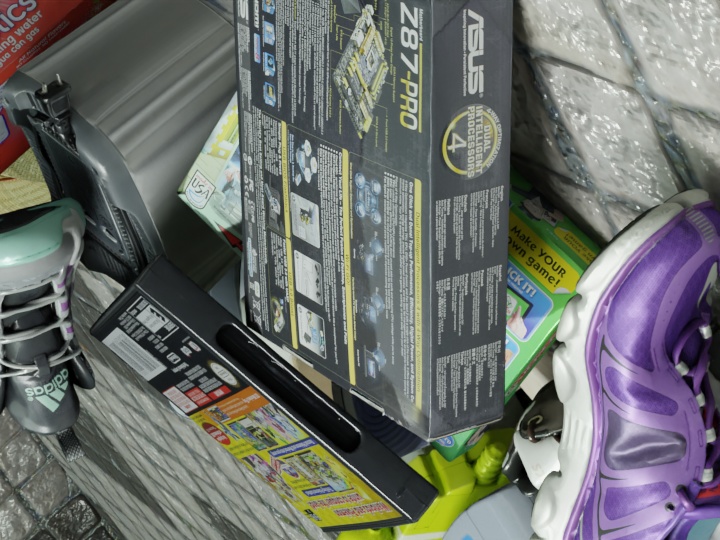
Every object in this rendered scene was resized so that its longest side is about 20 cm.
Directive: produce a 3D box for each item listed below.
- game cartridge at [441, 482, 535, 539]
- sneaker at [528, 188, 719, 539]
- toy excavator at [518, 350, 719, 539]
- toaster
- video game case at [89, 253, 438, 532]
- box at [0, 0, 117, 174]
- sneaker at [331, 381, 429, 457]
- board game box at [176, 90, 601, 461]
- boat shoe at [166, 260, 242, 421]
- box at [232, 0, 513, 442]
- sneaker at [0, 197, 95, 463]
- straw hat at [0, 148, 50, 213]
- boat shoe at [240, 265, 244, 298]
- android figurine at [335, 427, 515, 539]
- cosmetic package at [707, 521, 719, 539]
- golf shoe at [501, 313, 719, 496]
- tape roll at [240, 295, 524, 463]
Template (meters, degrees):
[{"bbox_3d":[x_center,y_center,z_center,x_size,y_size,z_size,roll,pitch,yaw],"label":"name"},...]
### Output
[{"bbox_3d":[0.088,0.199,1.143,0.134,0.040,0.200,61,156,26],"label":"game cartridge"},{"bbox_3d":[0.130,0.061,0.869,0.083,0.080,0.201,28,127,36],"label":"sneaker"},{"bbox_3d":[0.143,0.133,1.121,0.194,0.100,0.201,35,147,41],"label":"toy excavator"},{"bbox_3d":[-0.110,-0.076,1.160,0.113,0.129,0.200,35,157,33],"label":"toaster"},{"bbox_3d":[-0.057,0.070,1.103,0.181,0.026,0.200,41,165,-5],"label":"video game case"},{"bbox_3d":[-0.218,-0.128,1.201,0.095,0.200,0.100,41,163,16],"label":"box"},{"bbox_3d":[0.000,-0.001,1.142,0.115,0.080,0.200,-159,51,-78],"label":"sneaker"},{"bbox_3d":[0.012,-0.022,1.026,0.200,0.029,0.135,44,126,13],"label":"board game box"},{"bbox_3d":[-0.103,-0.007,1.289,0.086,0.074,0.203,157,108,-73],"label":"boat shoe"},{"bbox_3d":[0.001,-0.045,0.937,0.161,0.049,0.201,29,126,53],"label":"box"},{"bbox_3d":[-0.177,0.038,1.152,0.200,0.077,0.141,167,88,-79],"label":"sneaker"},{"bbox_3d":[-0.205,-0.096,1.304,0.085,0.201,0.201,21,151,41],"label":"straw hat"},{"bbox_3d":[-0.100,-0.047,1.361,0.200,0.071,0.070,55,-165,-30],"label":"boat shoe"},{"bbox_3d":[0.063,0.157,1.234,0.200,0.181,0.041,-60,42,43],"label":"android figurine"},{"bbox_3d":[0.223,0.139,0.883,0.151,0.052,0.200,41,150,16],"label":"cosmetic package"},{"bbox_3d":[0.127,0.074,0.980,0.078,0.094,0.200,48,163,0],"label":"golf shoe"},{"bbox_3d":[0.017,0.069,1.307,0.202,0.071,0.203,43,164,16],"label":"tape roll"}]
